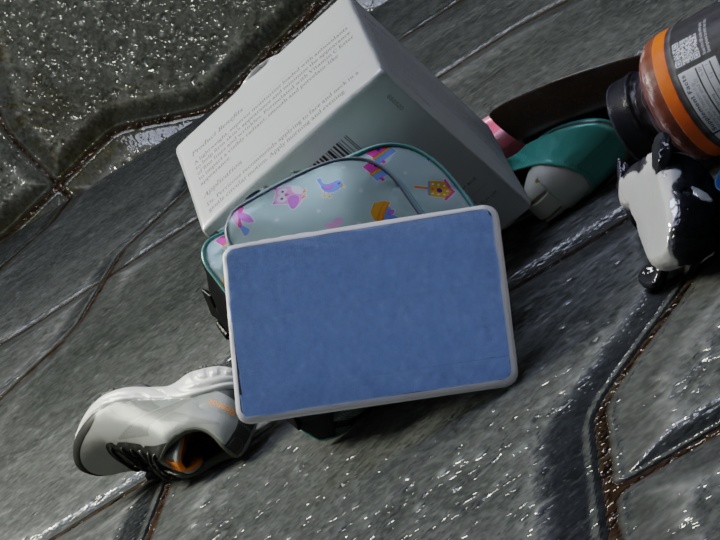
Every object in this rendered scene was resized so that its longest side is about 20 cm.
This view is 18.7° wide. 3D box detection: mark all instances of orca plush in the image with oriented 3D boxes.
[{"bbox_3d":[0.226,-0.037,1.503,0.071,0.105,0.200,3,-4,-4],"label":"orca plush"}]

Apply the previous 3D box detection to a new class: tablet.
[{"bbox_3d":[0.005,0.031,1.525,0.200,0.130,0.014,-9,-15,10],"label":"tablet"}]

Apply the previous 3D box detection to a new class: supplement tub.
[{"bbox_3d":[0.284,-0.152,1.642,0.200,0.107,0.107,-27,14,33],"label":"supplement tub"}]

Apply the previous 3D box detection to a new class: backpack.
[{"bbox_3d":[0.000,0.000,1.626,0.200,0.176,0.153,-30,-23,-17],"label":"backpack"}]

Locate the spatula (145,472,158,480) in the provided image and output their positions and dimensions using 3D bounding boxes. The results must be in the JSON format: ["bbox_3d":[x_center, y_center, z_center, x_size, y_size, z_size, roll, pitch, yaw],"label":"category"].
[{"bbox_3d":[-0.102,0.118,1.834,0.200,0.021,0.057,-33,14,12],"label":"spatula"}]

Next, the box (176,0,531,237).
[{"bbox_3d":[-0.007,-0.077,1.778,0.199,0.200,0.131,-41,36,15],"label":"box"}]

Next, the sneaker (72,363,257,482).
[{"bbox_3d":[-0.165,0.137,1.793,0.200,0.074,0.079,-20,42,36],"label":"sneaker"}]

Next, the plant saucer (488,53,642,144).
[{"bbox_3d":[0.208,-0.144,1.845,0.200,0.035,0.200,-16,-6,-2],"label":"plant saucer"}]

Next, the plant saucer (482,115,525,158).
[{"bbox_3d":[0.097,-0.089,2.009,0.200,0.051,0.201,-34,8,5],"label":"plant saucer"}]

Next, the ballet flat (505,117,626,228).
[{"bbox_3d":[0.144,-0.067,1.827,0.200,0.067,0.070,-20,43,51],"label":"ballet flat"}]

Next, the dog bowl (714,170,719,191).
[{"bbox_3d":[0.327,-0.088,1.418,0.200,0.050,0.111,-31,13,13],"label":"dog bowl"}]
